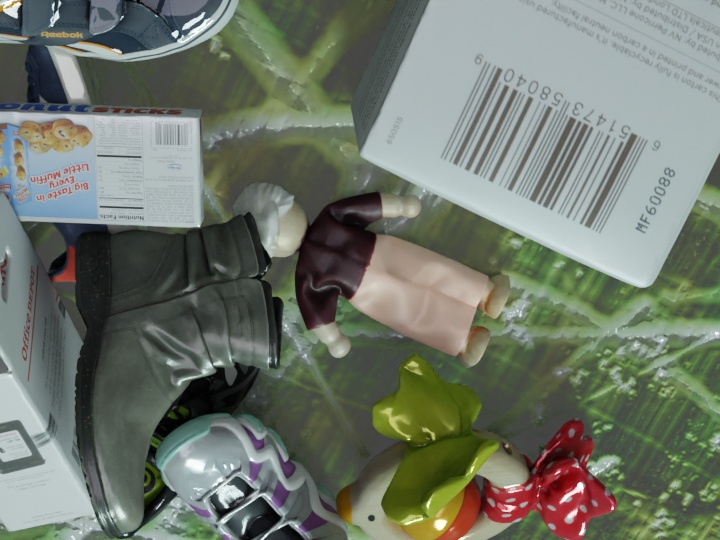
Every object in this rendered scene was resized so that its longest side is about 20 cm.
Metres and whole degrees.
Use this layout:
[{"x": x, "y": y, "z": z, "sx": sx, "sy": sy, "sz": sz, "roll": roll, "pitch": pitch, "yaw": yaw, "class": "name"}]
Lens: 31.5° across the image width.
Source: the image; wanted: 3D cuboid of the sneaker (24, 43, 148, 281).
[{"x": -0.207, "y": -0.083, "z": 0.843, "sx": 0.083, "sy": 0.075, "sz": 0.203, "roll": -16, "pitch": 106, "yaw": -1, "class": "sneaker"}]

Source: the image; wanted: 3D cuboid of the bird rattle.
[{"x": 0.074, "y": 0.147, "z": 0.910, "sx": 0.198, "sy": 0.114, "sz": 0.163, "roll": 21, "pitch": 132, "yaw": -41, "class": "bird rattle"}]

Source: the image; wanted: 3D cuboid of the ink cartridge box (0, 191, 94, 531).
[{"x": -0.228, "y": 0.061, "z": 0.819, "sx": 0.066, "sy": 0.117, "sz": 0.202, "roll": -11, "pitch": 137, "yaw": 3, "class": "ink cartridge box"}]

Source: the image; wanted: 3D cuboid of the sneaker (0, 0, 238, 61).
[{"x": -0.173, "y": -0.169, "z": 0.751, "sx": 0.196, "sy": 0.079, "sz": 0.080, "roll": 0, "pitch": 83, "yaw": 11, "class": "sneaker"}]

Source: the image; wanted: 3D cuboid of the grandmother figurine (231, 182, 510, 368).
[{"x": 0.000, "y": 0.000, "z": 0.886, "sx": 0.198, "sy": 0.061, "sz": 0.123, "roll": 27, "pitch": 76, "yaw": -6, "class": "grandmother figurine"}]

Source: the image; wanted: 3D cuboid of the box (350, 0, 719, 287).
[{"x": 0.120, "y": -0.134, "z": 0.789, "sx": 0.197, "sy": 0.172, "sz": 0.202, "roll": 24, "pitch": 103, "yaw": -8, "class": "box"}]

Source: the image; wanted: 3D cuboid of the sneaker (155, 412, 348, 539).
[{"x": -0.051, "y": 0.185, "z": 0.852, "sx": 0.078, "sy": 0.141, "sz": 0.200, "roll": -40, "pitch": 136, "yaw": 9, "class": "sneaker"}]

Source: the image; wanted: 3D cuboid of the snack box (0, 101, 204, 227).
[{"x": -0.197, "y": -0.068, "z": 0.803, "sx": 0.196, "sy": 0.024, "sz": 0.073, "roll": 2, "pitch": 112, "yaw": 1, "class": "snack box"}]

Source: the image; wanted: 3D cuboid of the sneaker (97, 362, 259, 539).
[{"x": -0.126, "y": 0.105, "z": 0.895, "sx": 0.070, "sy": 0.083, "sz": 0.201, "roll": 29, "pitch": 103, "yaw": -9, "class": "sneaker"}]

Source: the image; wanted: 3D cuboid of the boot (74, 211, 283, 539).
[{"x": -0.110, "y": 0.059, "z": 0.798, "sx": 0.128, "sy": 0.068, "sz": 0.203, "roll": -4, "pitch": 72, "yaw": -3, "class": "boot"}]
